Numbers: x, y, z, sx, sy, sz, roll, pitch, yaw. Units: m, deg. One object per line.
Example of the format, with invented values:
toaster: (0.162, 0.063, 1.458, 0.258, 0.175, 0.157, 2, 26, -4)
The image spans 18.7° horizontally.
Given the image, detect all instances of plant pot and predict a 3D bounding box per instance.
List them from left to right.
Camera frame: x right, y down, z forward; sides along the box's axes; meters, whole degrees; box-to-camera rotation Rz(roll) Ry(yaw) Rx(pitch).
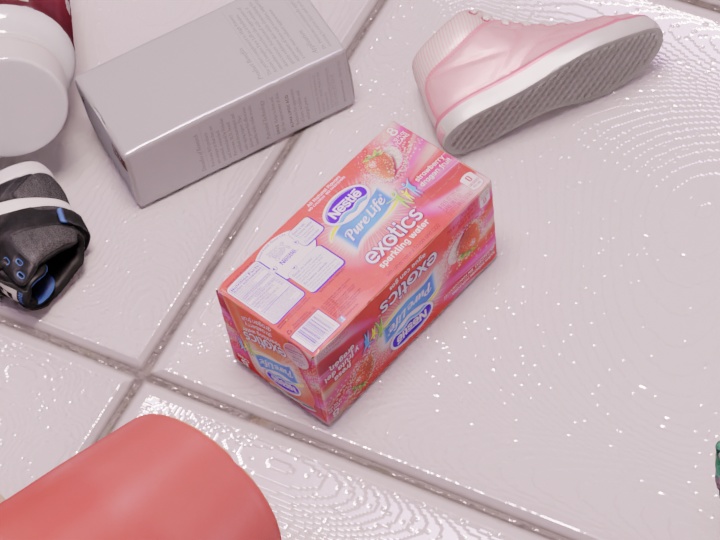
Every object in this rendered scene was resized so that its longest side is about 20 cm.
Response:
plant pot: (-0.160, 0.202, 1.447, 0.200, 0.201, 0.177, 29, 53, 24)

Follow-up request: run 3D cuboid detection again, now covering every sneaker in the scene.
sneaker: (-0.301, -0.001, 1.670, 0.200, 0.073, 0.112, -30, 55, -16)
sneaker: (0.133, -0.177, 1.741, 0.200, 0.075, 0.105, -25, 60, -6)

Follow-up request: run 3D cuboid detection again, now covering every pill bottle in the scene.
pill bottle: (-0.287, -0.189, 1.758, 0.114, 0.114, 0.200, -12, 43, -1)

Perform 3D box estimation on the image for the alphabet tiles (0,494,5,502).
alphabet tiles: (-0.348, 0.211, 1.560, 0.195, 0.015, 0.200, 36, 66, 28)

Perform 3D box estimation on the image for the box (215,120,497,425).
box: (0.000, 0.000, 1.619, 0.102, 0.095, 0.200, 33, 64, 26)

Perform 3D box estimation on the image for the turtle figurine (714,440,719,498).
turtle figurine: (0.272, 0.194, 1.445, 0.200, 0.101, 0.150, -41, 43, -3)

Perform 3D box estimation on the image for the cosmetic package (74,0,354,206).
cosmetic package: (-0.115, -0.145, 1.753, 0.199, 0.074, 0.102, -27, 55, -10)
